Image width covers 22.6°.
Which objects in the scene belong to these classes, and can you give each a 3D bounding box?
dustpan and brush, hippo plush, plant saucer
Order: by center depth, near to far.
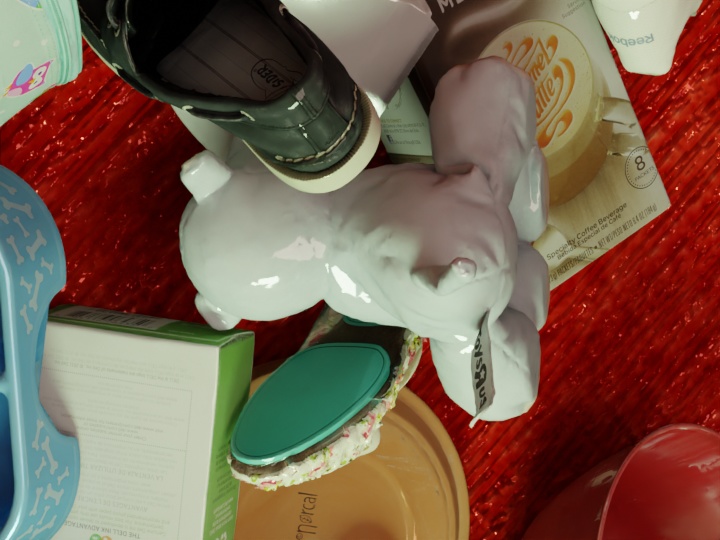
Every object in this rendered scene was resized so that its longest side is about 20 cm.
[{"bbox_3d":[0.000,0.000,0.850,0.159,0.201,0.161,0,128,15],"label":"hippo plush"},{"bbox_3d":[-0.079,-0.129,0.888,0.198,0.058,0.140,23,125,-20],"label":"dustpan and brush"},{"bbox_3d":[-0.028,0.149,0.979,0.198,0.032,0.203,-5,101,-26],"label":"plant saucer"}]

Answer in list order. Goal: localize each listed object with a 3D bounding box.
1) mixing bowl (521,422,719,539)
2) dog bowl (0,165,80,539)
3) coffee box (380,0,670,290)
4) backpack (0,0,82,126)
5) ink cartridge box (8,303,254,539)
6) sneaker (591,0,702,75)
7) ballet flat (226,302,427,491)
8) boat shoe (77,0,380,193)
[{"bbox_3d":[0.154,0.192,1.023,0.199,0.108,0.203,14,70,-43],"label":"mixing bowl"},{"bbox_3d":[-0.195,0.048,0.844,0.110,0.050,0.203,-1,99,11],"label":"dog bowl"},{"bbox_3d":[0.070,-0.096,0.962,0.114,0.080,0.201,-34,112,-19],"label":"coffee box"},{"bbox_3d":[-0.190,-0.151,0.748,0.152,0.176,0.201,-29,81,-15],"label":"backpack"},{"bbox_3d":[-0.118,0.124,0.896,0.103,0.059,0.203,7,97,13],"label":"ink cartridge box"},{"bbox_3d":[0.163,-0.187,0.976,0.201,0.074,0.088,-60,145,-37],"label":"sneaker"},{"bbox_3d":[0.000,0.054,0.921,0.200,0.075,0.064,-54,139,-40],"label":"ballet flat"},{"bbox_3d":[-0.075,-0.107,0.785,0.075,0.199,0.066,-45,147,-2],"label":"boat shoe"}]
